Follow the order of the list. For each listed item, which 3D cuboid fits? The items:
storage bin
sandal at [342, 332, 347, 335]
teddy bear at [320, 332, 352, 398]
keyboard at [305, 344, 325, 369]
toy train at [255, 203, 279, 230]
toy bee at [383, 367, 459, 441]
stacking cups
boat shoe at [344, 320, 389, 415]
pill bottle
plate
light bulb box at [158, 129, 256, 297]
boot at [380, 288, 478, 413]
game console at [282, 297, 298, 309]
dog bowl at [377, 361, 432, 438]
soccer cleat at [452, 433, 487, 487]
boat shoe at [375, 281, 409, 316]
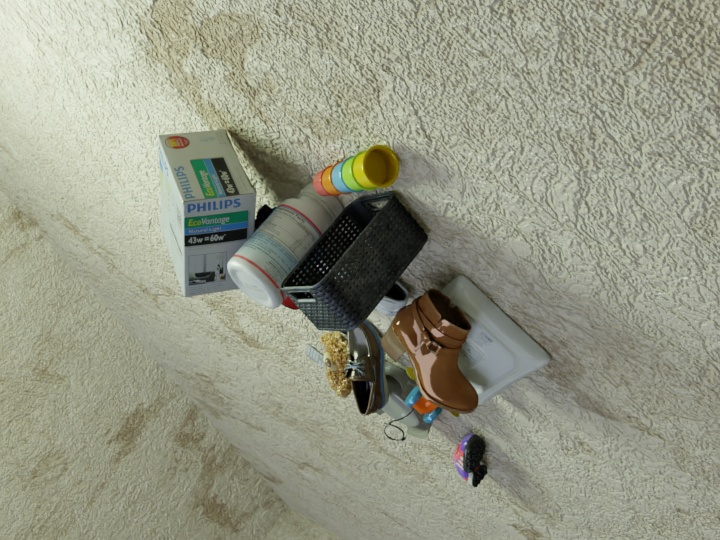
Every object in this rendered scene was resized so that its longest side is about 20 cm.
[{"bbox_3d":[-0.009,-0.013,1.390,0.094,0.200,0.135,49,156,-19],"label":"storage bin"},{"bbox_3d":[-0.081,0.063,1.866,0.200,0.048,0.075,38,160,-29],"label":"sandal"},{"bbox_3d":[-0.055,0.200,1.986,0.200,0.066,0.147,176,90,-79],"label":"teddy bear"},{"bbox_3d":[-0.049,0.246,2.186,0.199,0.011,0.056,36,157,11],"label":"keyboard"},{"bbox_3d":[-0.122,-0.030,1.657,0.199,0.114,0.085,40,158,2],"label":"toy train"},{"bbox_3d":[0.125,0.239,1.806,0.198,0.109,0.132,-18,114,36],"label":"toy bee"},{"bbox_3d":[-0.018,-0.142,1.360,0.061,0.061,0.199,48,158,-19],"label":"stacking cups"},{"bbox_3d":[0.008,0.195,1.841,0.071,0.072,0.203,-3,109,37],"label":"boat shoe"},{"bbox_3d":[-0.117,-0.044,1.506,0.108,0.201,0.109,33,157,16],"label":"pill bottle"},{"bbox_3d":[0.176,0.124,1.494,0.199,0.032,0.200,43,139,-3],"label":"plate"},{"bbox_3d":[-0.263,-0.099,1.565,0.199,0.123,0.202,-120,29,-43],"label":"light bulb box"},{"bbox_3d":[0.136,0.129,1.451,0.199,0.074,0.155,38,135,-2],"label":"boot"},{"bbox_3d":[-0.160,0.001,1.746,0.199,0.031,0.176,39,-165,16],"label":"game console"},{"bbox_3d":[0.078,0.269,1.963,0.199,0.059,0.201,34,157,16],"label":"dog bowl"},{"bbox_3d":[0.223,0.393,1.954,0.073,0.068,0.201,33,159,28],"label":"soccer cleat"},{"bbox_3d":[0.000,0.000,1.590,0.198,0.074,0.065,30,153,-1],"label":"boat shoe"}]
